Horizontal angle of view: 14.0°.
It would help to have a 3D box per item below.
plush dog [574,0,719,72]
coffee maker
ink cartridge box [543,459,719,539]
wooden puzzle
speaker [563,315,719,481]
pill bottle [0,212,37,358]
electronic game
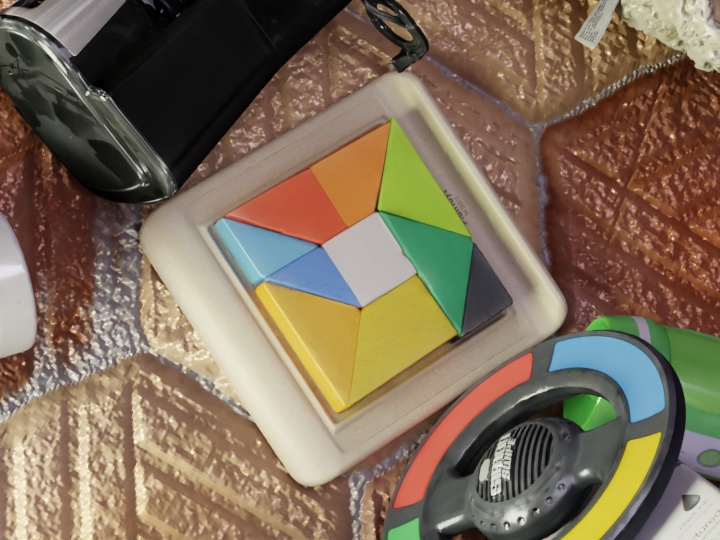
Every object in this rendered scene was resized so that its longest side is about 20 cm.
[{"bbox_3d":[0.233,-0.168,1.776,0.172,0.160,0.200,30,55,-29],"label":"plush dog"},{"bbox_3d":[-0.084,-0.132,1.646,0.192,0.135,0.200,41,70,0],"label":"coffee maker"},{"bbox_3d":[0.157,0.182,1.581,0.084,0.200,0.145,40,90,-18],"label":"ink cartridge box"},{"bbox_3d":[0.000,0.000,1.693,0.200,0.037,0.185,-32,87,-23],"label":"wooden puzzle"},{"bbox_3d":[0.224,0.086,1.716,0.200,0.088,0.088,15,71,-13],"label":"speaker"},{"bbox_3d":[-0.279,0.030,1.553,0.200,0.111,0.111,-17,81,-22],"label":"pill bottle"},{"bbox_3d":[0.093,0.114,1.611,0.042,0.200,0.200,45,64,-30],"label":"electronic game"}]
